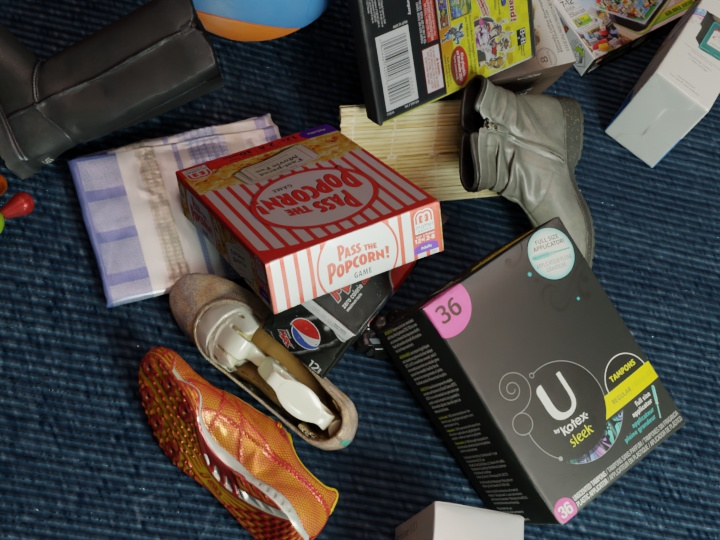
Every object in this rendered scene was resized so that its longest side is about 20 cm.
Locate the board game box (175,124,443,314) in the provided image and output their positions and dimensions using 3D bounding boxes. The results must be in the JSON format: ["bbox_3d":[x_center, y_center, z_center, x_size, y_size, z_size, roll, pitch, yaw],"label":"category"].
[{"bbox_3d":[-0.046,-0.049,0.953,0.150,0.047,0.200,-20,33,-21],"label":"board game box"}]

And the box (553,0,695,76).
[{"bbox_3d":[0.285,-0.296,1.266,0.199,0.035,0.111,-29,78,-26],"label":"box"}]

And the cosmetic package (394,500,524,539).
[{"bbox_3d":[0.070,0.291,0.896,0.080,0.113,0.202,10,63,-13],"label":"cosmetic package"}]

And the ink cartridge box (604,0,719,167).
[{"bbox_3d":[0.342,-0.217,1.202,0.067,0.116,0.201,36,61,2],"label":"ink cartridge box"}]

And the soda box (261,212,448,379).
[{"bbox_3d":[0.000,0.000,0.994,0.071,0.064,0.200,38,41,2],"label":"soda box"}]

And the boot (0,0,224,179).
[{"bbox_3d":[-0.233,-0.193,0.996,0.198,0.066,0.166,-26,86,6],"label":"boot"}]

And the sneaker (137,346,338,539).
[{"bbox_3d":[-0.103,0.139,0.945,0.200,0.073,0.077,48,40,2],"label":"sneaker"}]

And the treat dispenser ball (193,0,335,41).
[{"bbox_3d":[-0.099,-0.312,1.059,0.198,0.201,0.203,6,65,-14],"label":"treat dispenser ball"}]

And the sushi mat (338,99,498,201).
[{"bbox_3d":[0.071,-0.112,1.101,0.197,0.012,0.097,-6,109,-19],"label":"sushi mat"}]

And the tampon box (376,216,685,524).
[{"bbox_3d":[0.139,0.087,0.975,0.149,0.126,0.201,-33,90,-21],"label":"tampon box"}]

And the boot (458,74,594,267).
[{"bbox_3d":[0.143,-0.073,1.073,0.129,0.067,0.203,2,81,-33],"label":"boot"}]

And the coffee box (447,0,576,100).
[{"bbox_3d":[0.119,-0.271,1.162,0.112,0.080,0.202,-15,81,-24],"label":"coffee box"}]

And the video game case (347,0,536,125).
[{"bbox_3d":[0.070,-0.250,1.018,0.179,0.202,0.025,-26,36,-21],"label":"video game case"}]

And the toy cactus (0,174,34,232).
[{"bbox_3d":[-0.380,-0.077,0.940,0.200,0.102,0.165,45,71,-4],"label":"toy cactus"}]

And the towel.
[{"bbox_3d":[-0.147,-0.055,1.033,0.198,0.024,0.148,-14,74,-20],"label":"towel"}]

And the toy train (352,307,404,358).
[{"bbox_3d":[0.085,0.057,1.048,0.197,0.034,0.046,-2,71,-18],"label":"toy train"}]

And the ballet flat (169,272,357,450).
[{"bbox_3d":[-0.080,0.073,0.960,0.199,0.067,0.068,39,93,1],"label":"ballet flat"}]
